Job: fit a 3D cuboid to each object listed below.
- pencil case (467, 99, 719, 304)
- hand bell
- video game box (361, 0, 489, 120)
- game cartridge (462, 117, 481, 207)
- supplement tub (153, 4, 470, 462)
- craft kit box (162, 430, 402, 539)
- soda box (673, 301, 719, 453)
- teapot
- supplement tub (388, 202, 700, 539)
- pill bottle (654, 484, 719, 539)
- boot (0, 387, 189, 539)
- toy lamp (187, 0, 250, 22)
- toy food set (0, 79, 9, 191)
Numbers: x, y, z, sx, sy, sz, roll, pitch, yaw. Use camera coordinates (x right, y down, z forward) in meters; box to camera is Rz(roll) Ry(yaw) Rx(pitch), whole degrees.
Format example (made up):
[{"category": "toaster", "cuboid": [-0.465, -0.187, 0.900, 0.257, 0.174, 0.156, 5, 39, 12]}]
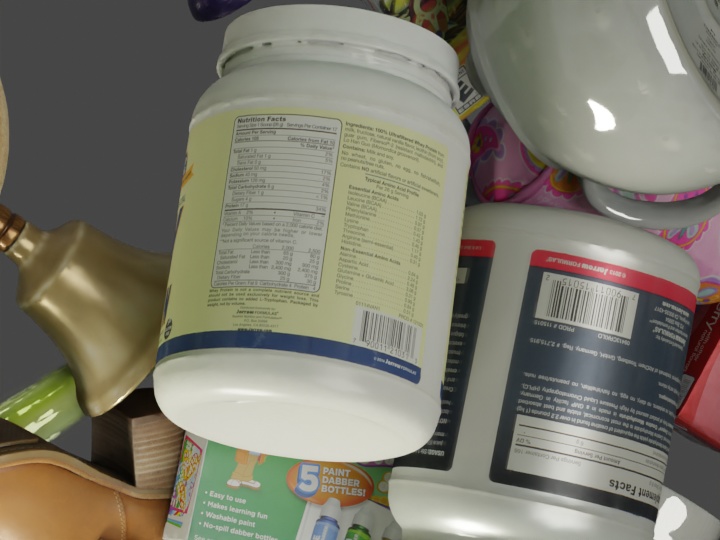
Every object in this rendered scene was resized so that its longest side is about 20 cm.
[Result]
[{"category": "pencil case", "cuboid": [0.145, -0.046, 1.671, 0.199, 0.087, 0.088, 24, 88, -39]}, {"category": "hand bell", "cuboid": [-0.186, -0.025, 1.523, 0.200, 0.104, 0.104, 38, 81, -17]}, {"category": "video game box", "cuboid": [0.079, -0.204, 1.554, 0.200, 0.047, 0.183, -38, 124, -3]}, {"category": "game cartridge", "cuboid": [0.000, 0.000, 1.650, 0.200, 0.040, 0.134, -45, 114, -14]}, {"category": "supplement tub", "cuboid": [-0.021, -0.017, 1.479, 0.144, 0.145, 0.201, 18, 71, -31]}, {"category": "craft kit box", "cuboid": [0.010, 0.069, 1.594, 0.199, 0.048, 0.199, 14, 80, -20]}, {"category": "soda box", "cuboid": [0.240, 0.008, 1.762, 0.070, 0.063, 0.201, 31, 85, -30]}, {"category": "teapot", "cuboid": [0.122, -0.118, 1.507, 0.197, 0.145, 0.201, -10, 82, -61]}, {"category": "supplement tub", "cuboid": [0.092, 0.076, 1.529, 0.140, 0.140, 0.202, 16, 81, -31]}, {"category": "pill bottle", "cuboid": [0.126, 0.215, 1.721, 0.109, 0.109, 0.201, 32, 84, -30]}, {"category": "boot", "cuboid": [-0.172, 0.154, 1.564, 0.199, 0.074, 0.156, -7, 108, -25]}, {"category": "toy lamp", "cuboid": [-0.115, -0.222, 1.527, 0.058, 0.058, 0.201, -41, 116, -16]}, {"category": "toy food set", "cuboid": [-0.272, -0.069, 1.453, 0.197, 0.049, 0.201, -27, 95, -13]}]
